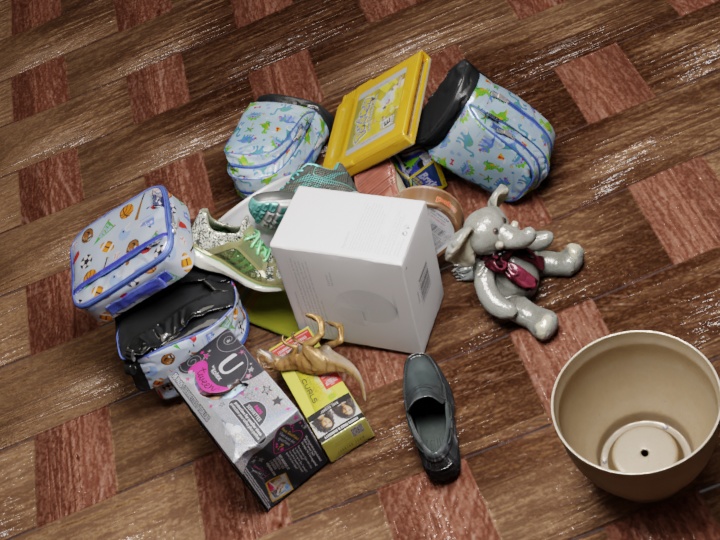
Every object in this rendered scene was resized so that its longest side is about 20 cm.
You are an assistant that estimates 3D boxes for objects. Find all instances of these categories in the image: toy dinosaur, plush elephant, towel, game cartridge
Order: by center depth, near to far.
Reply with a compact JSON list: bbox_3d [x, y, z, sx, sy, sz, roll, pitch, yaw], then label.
[{"bbox_3d":[-0.051,0.121,1.614,0.197,0.060,0.108,5,75,33],"label":"toy dinosaur"},{"bbox_3d":[0.204,-0.028,1.633,0.197,0.156,0.166,16,56,32],"label":"plush elephant"},{"bbox_3d":[-0.137,0.054,1.799,0.198,0.018,0.087,18,62,33],"label":"towel"},{"bbox_3d":[0.022,-0.240,1.842,0.198,0.032,0.179,-22,45,42],"label":"game cartridge"}]

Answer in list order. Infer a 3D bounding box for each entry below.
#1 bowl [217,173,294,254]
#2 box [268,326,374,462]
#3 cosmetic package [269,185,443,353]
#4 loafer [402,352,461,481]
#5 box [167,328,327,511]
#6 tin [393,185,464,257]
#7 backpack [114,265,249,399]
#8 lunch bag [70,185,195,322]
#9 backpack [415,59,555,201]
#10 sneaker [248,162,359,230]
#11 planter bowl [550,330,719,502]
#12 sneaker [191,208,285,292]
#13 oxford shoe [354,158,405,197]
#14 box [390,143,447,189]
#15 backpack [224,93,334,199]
[{"bbox_3d":[-0.144,-0.058,1.814,0.199,0.201,0.091,-33,83,-9],"label":"bowl"},{"bbox_3d":[-0.057,0.171,1.632,0.074,0.050,0.201,-29,45,-5],"label":"box"},{"bbox_3d":[0.000,0.000,1.649,0.196,0.201,0.124,8,51,20],"label":"cosmetic package"},{"bbox_3d":[0.093,0.183,1.546,0.067,0.071,0.203,-17,45,6],"label":"loafer"},{"bbox_3d":[-0.154,0.200,1.587,0.114,0.133,0.200,-37,47,-12],"label":"box"},{"bbox_3d":[0.067,-0.051,1.703,0.199,0.111,0.042,-37,24,42],"label":"tin"},{"bbox_3d":[-0.260,0.083,1.721,0.188,0.155,0.201,-24,44,2],"label":"backpack"},{"bbox_3d":[-0.329,-0.023,1.675,0.198,0.076,0.162,-30,45,17],"label":"lunch bag"},{"bbox_3d":[0.200,-0.201,1.773,0.197,0.163,0.156,19,52,-21],"label":"backpack"},{"bbox_3d":[-0.087,-0.116,1.732,0.197,0.078,0.092,-6,66,-38],"label":"sneaker"},{"bbox_3d":[0.337,0.193,1.393,0.197,0.136,0.202,-12,46,12],"label":"planter bowl"},{"bbox_3d":[-0.167,-0.032,1.704,0.197,0.090,0.077,18,24,-9],"label":"sneaker"},{"bbox_3d":[0.046,-0.110,1.821,0.070,0.074,0.202,-32,55,15],"label":"oxford shoe"},{"bbox_3d":[0.058,-0.192,1.904,0.064,0.071,0.200,-34,46,-9],"label":"box"},{"bbox_3d":[-0.150,-0.206,1.968,0.161,0.154,0.203,12,67,22],"label":"backpack"}]
